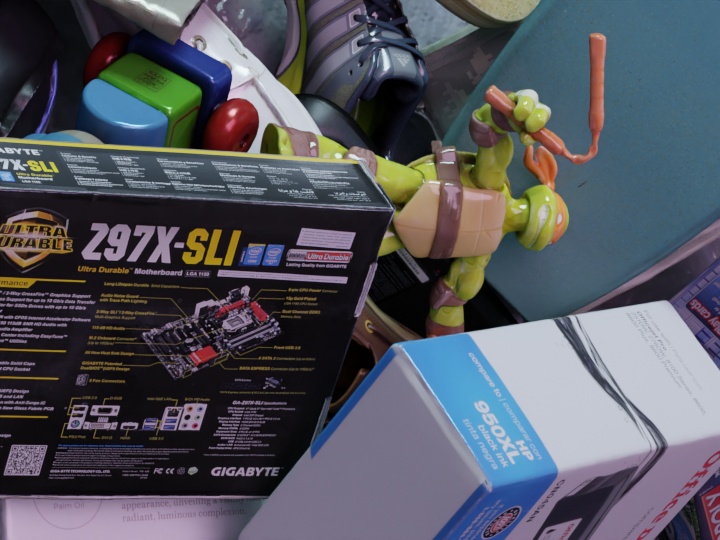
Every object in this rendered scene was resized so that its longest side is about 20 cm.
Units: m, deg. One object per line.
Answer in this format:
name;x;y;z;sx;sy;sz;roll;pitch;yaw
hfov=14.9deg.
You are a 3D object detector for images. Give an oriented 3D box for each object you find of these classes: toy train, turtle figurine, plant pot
toy train;-0.124;-0.005;1.283;0.084;0.201;0.116;29;38;16
turtle figurine;0.033;-0.036;1.278;0.160;0.201;0.065;3;39;-14
plant pot;0.128;-0.079;1.353;0.141;0.141;0.200;45;107;-1

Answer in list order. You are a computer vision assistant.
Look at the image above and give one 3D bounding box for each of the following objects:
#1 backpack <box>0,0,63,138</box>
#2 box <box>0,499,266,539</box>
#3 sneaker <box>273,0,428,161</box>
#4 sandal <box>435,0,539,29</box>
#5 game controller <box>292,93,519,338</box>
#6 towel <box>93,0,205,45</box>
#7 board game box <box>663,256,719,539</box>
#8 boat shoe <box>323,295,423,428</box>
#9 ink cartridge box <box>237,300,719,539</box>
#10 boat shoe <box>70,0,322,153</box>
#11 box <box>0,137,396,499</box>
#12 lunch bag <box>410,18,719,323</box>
backpack;-0.237;-0.072;1.258;0.200;0.154;0.191;47;68;-16
box;-0.117;0.140;1.314;0.151;0.106;0.201;-1;82;-28
sneaker;0.003;-0.123;1.412;0.074;0.081;0.201;-3;103;-40
sandal;0.018;-0.195;1.350;0.211;0.070;0.078;32;67;-23
game controller;0.000;0.000;1.398;0.200;0.104;0.042;50;28;-20
towel;-0.144;-0.188;1.301;0.199;0.193;0.035;28;113;-3
board game box;0.199;0.075;1.478;0.199;0.062;0.201;-30;137;-14
boat shoe;-0.004;0.055;1.368;0.200;0.072;0.068;51;26;-20
ink cartridge box;0.066;0.097;1.273;0.199;0.145;0.084;-8;55;-46
boat shoe;-0.089;-0.093;1.335;0.071;0.069;0.200;-44;60;1
box;-0.100;0.024;1.201;0.199;0.049;0.160;2;121;-27
lunch bag;0.129;-0.078;1.478;0.199;0.118;0.165;-28;95;-16
